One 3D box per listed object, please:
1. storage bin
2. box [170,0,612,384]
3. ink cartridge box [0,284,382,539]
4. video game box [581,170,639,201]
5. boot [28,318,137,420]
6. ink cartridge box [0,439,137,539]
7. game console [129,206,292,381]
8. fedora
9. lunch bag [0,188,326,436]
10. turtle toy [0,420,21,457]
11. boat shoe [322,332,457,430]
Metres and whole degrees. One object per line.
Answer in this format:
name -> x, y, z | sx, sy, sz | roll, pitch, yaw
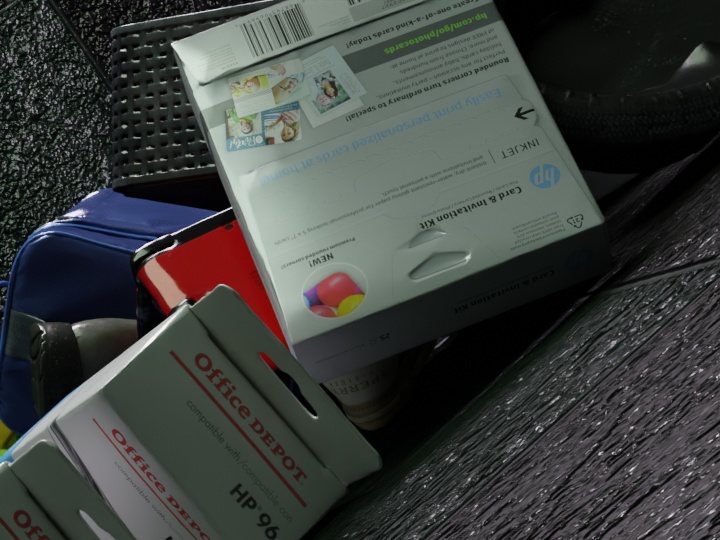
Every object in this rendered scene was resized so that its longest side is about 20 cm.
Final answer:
storage bin -> -0.028, -0.091, 1.623 | 0.200, 0.094, 0.135 | -5, -8, 35
box -> 0.012, -0.056, 1.403 | 0.156, 0.200, 0.041 | -21, -39, -4
ink cartridge box -> -0.085, 0.093, 1.372 | 0.068, 0.116, 0.200 | -44, 4, -31
video game box -> 0.184, -0.109, 1.695 | 0.182, 0.047, 0.200 | -45, 6, -35
boot -> -0.109, 0.109, 1.608 | 0.131, 0.200, 0.068 | -6, 28, -12
ink cartridge box -> -0.170, 0.166, 1.363 | 0.067, 0.116, 0.200 | -42, 3, -37
game console -> -0.004, 0.009, 1.479 | 0.200, 0.119, 0.172 | -26, 42, -13
fedora -> 0.146, -0.114, 1.513 | 0.201, 0.201, 0.092 | -42, -29, -25
lunch bag -> -0.117, 0.038, 1.688 | 0.132, 0.200, 0.136 | -51, -28, -72
turtle toy -> -0.183, 0.148, 1.755 | 0.200, 0.146, 0.101 | -41, -18, -27
boat shoe -> 0.008, 0.032, 1.568 | 0.073, 0.063, 0.200 | -21, 8, 17
